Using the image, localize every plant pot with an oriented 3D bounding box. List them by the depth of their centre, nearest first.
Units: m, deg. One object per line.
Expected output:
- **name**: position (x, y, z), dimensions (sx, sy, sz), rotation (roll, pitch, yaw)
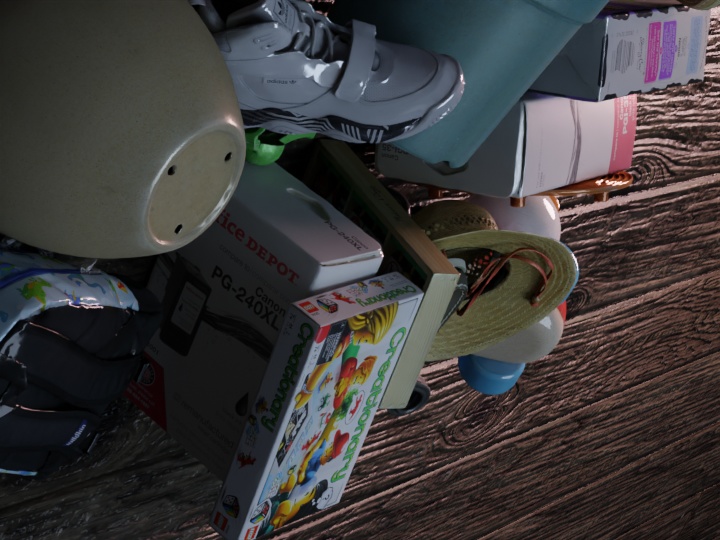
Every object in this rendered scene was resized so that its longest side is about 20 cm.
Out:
- **plant pot**: position (-0.151, -0.085, 1.249), dimensions (0.200, 0.134, 0.201), rotation (-41, 152, -27)
- **plant pot**: position (0.070, -0.197, 1.465), dimensions (0.197, 0.200, 0.200), rotation (-54, 157, 19)

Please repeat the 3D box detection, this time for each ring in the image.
- **ring**: position (0.137, -0.076, 1.717), dimensions (0.200, 0.199, 0.019), rotation (-16, 109, -54)

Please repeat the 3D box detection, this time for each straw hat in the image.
- **straw hat**: position (0.075, -0.011, 1.655), dimensions (0.199, 0.086, 0.202), rotation (-9, 148, -6)

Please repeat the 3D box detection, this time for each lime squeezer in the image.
- **lime squeezer**: position (-0.071, -0.120, 1.467), dimensions (0.071, 0.038, 0.200), rotation (-51, 154, -10)

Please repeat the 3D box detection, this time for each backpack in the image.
- **backpack**: position (-0.234, 0.056, 1.289), dimensions (0.164, 0.153, 0.200), rotation (-53, 177, 8)

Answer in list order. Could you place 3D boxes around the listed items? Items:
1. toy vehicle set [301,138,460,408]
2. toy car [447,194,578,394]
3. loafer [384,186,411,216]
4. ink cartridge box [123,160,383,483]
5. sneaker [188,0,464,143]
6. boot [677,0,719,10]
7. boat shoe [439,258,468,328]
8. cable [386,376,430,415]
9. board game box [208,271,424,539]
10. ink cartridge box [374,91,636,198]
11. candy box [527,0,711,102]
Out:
- **toy vehicle set**: position (0.000, 0.000, 1.556), dimensions (0.026, 0.200, 0.125), rotation (2, 121, -34)
- **toy car**: position (0.116, -0.026, 1.835), dimensions (0.185, 0.175, 0.201), rotation (113, -5, -53)
- **loafer**: position (-0.022, 0.019, 1.693), dimensions (0.200, 0.072, 0.063), rotation (-51, 159, -17)
- **ink cartridge box**: position (-0.089, 0.035, 1.496), dimensions (0.083, 0.145, 0.201), rotation (-10, 130, -52)
- **sneaker**: position (-0.028, -0.149, 1.341), dimensions (0.115, 0.198, 0.076), rotation (85, 8, -56)
- **boot**: position (0.209, -0.292, 1.587), dimensions (0.073, 0.201, 0.155), rotation (-33, 170, 39)
- **boat shoe**: position (0.024, 0.063, 1.604), dimensions (0.072, 0.061, 0.202), rotation (6, 143, -42)
- **cable**: position (0.016, 0.087, 1.799), dimensions (0.097, 0.050, 0.199), rotation (-45, 157, 17)
- **board game box**: position (-0.033, 0.102, 1.462), dimensions (0.126, 0.035, 0.201), rotation (-17, 136, -51)
- **ink cartridge box**: position (0.125, -0.122, 1.670), dimensions (0.199, 0.145, 0.084), rotation (-15, 113, -55)
- **candy box**: position (0.176, -0.194, 1.650), dimensions (0.199, 0.167, 0.072), rotation (-16, 114, -54)
